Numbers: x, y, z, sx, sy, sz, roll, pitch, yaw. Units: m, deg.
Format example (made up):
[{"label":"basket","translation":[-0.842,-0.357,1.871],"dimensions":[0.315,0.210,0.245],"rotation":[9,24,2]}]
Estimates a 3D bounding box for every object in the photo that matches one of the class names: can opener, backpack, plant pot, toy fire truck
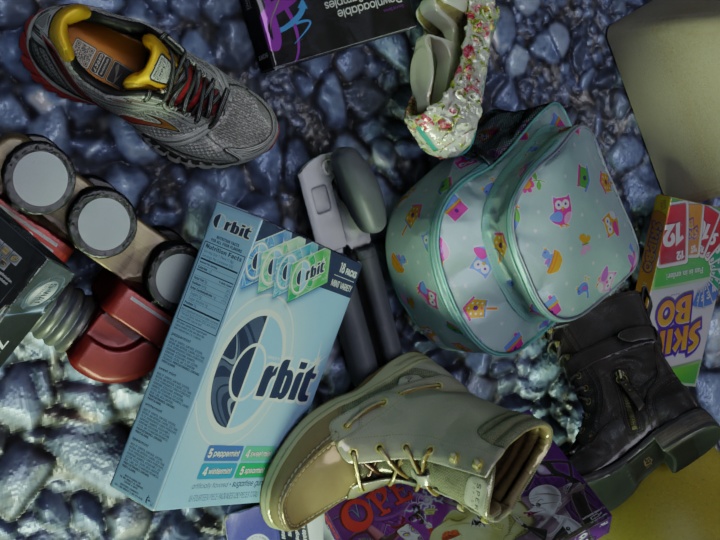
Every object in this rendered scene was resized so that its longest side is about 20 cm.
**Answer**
[{"label":"can opener","translation":[0.000,0.000,0.815],"dimensions":[0.053,0.067,0.204],"rotation":[-20,101,-27]},{"label":"backpack","translation":[0.126,-0.026,0.840],"dimensions":[0.199,0.153,0.178],"rotation":[-36,113,-19]},{"label":"plant pot","translation":[0.282,0.227,0.927],"dimensions":[0.197,0.200,0.144],"rotation":[8,60,-28]},{"label":"toy fire truck","translation":[-0.218,0.032,0.675],"dimensions":[0.175,0.128,0.201],"rotation":[37,86,-25]},{"label":"plant pot","translation":[0.396,-0.196,0.968],"dimensions":[0.198,0.176,0.202],"rotation":[-32,106,-23]}]

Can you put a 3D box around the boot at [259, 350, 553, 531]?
[{"label":"boot","translation":[0.035,0.150,0.753],"dimensions":[0.199,0.153,0.073],"rotation":[-34,129,-31]}]

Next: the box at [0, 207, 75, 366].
[{"label":"box","translation":[-0.297,-0.001,0.590],"dimensions":[0.199,0.044,0.161],"rotation":[37,84,10]}]

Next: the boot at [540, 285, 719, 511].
[{"label":"boot","translation":[0.207,0.116,0.894],"dimensions":[0.197,0.176,0.070],"rotation":[-25,140,-1]}]

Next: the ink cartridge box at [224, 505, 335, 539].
[{"label":"ink cartridge box","translation":[-0.004,0.275,0.836],"dimensions":[0.197,0.040,0.204],"rotation":[-13,97,-28]}]

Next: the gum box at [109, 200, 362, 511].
[{"label":"gum box","translation":[-0.082,0.068,0.720],"dimensions":[0.169,0.044,0.203],"rotation":[22,89,-64]}]

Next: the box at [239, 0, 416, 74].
[{"label":"box","translation":[-0.044,-0.276,0.801],"dimensions":[0.141,0.036,0.204],"rotation":[-21,100,-26]}]

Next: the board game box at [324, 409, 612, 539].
[{"label":"board game box","translation":[0.084,0.197,0.782],"dimensions":[0.197,0.120,0.033],"rotation":[-23,134,-18]}]

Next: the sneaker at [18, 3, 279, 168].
[{"label":"sneaker","translation":[-0.146,-0.130,0.721],"dimensions":[0.197,0.082,0.079],"rotation":[19,82,-29]}]

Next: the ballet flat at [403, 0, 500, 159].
[{"label":"ballet flat","translation":[0.073,-0.189,0.822],"dimensions":[0.063,0.075,0.203],"rotation":[28,57,-38]}]

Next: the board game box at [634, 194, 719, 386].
[{"label":"board game box","translation":[0.317,0.031,1.001],"dimensions":[0.094,0.030,0.204],"rotation":[7,100,-29]}]
